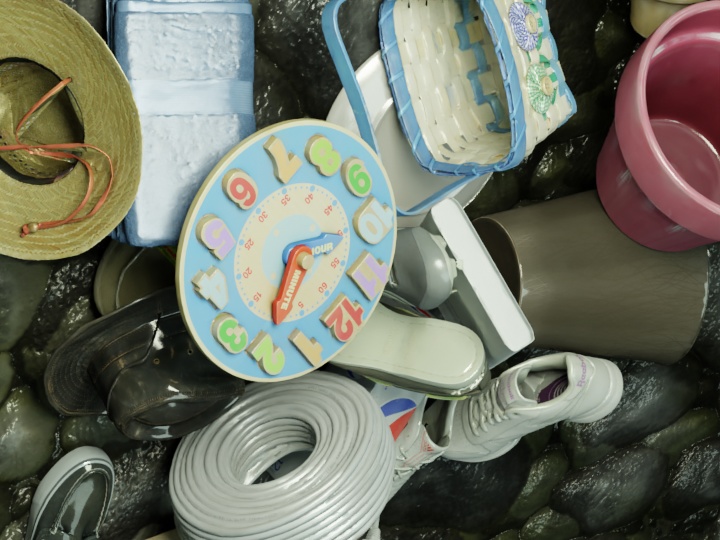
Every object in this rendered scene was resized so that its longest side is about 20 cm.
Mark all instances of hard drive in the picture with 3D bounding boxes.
[{"bbox_3d":[0.088,0.016,1.675,0.027,0.132,0.200,-29,175,-7],"label":"hard drive"}]

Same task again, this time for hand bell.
[{"bbox_3d":[0.261,-0.192,1.787,0.104,0.104,0.200,-20,139,-25],"label":"hand bell"}]

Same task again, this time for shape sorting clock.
[{"bbox_3d":[-0.050,-0.013,1.486,0.200,0.039,0.201,-19,120,-37],"label":"shape sorting clock"}]

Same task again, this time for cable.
[{"bbox_3d":[-0.068,0.169,1.685,0.199,0.200,0.069,-7,130,22],"label":"cable"}]

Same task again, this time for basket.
[{"bbox_3d":[0.196,0.002,1.820,0.199,0.136,0.181,-2,98,-30],"label":"basket"},{"bbox_3d":[0.067,-0.154,1.597,0.200,0.139,0.177,-26,104,-34],"label":"basket"}]

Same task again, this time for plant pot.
[{"bbox_3d":[0.292,-0.105,1.720,0.199,0.201,0.179,-23,170,-23],"label":"plant pot"}]

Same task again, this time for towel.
[{"bbox_3d":[-0.132,-0.116,1.488,0.111,0.049,0.201,0,87,-19],"label":"towel"}]

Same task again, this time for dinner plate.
[{"bbox_3d":[0.053,-0.111,1.716,0.200,0.024,0.201,-19,129,-26],"label":"dinner plate"}]

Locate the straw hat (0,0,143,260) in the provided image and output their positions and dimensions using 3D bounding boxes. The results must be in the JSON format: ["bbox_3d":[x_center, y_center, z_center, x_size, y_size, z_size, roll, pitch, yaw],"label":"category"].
[{"bbox_3d":[-0.233,-0.110,1.451,0.085,0.200,0.202,-43,155,-69],"label":"straw hat"}]

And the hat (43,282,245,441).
[{"bbox_3d":[-0.149,0.085,1.613,0.200,0.081,0.201,-24,152,-14],"label":"hat"}]

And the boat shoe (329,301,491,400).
[{"bbox_3d":[0.017,0.060,1.693,0.072,0.201,0.060,-65,155,-16],"label":"boat shoe"}]

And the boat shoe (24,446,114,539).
[{"bbox_3d":[-0.253,0.244,1.694,0.068,0.057,0.201,13,110,-40],"label":"boat shoe"}]

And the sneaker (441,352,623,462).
[{"bbox_3d":[0.136,0.116,1.842,0.200,0.075,0.099,-24,152,28],"label":"sneaker"}]

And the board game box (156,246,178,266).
[{"bbox_3d":[-0.108,-0.043,1.543,0.200,0.048,0.102,46,75,-12],"label":"board game box"}]

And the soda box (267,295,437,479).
[{"bbox_3d":[0.001,0.119,1.794,0.063,0.068,0.200,24,101,-43],"label":"soda box"}]

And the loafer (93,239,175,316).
[{"bbox_3d":[-0.129,-0.027,1.603,0.200,0.068,0.076,-45,134,-4],"label":"loafer"}]

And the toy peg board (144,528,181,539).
[{"bbox_3d":[-0.152,0.334,1.763,0.200,0.098,0.200,-14,126,-48],"label":"toy peg board"}]

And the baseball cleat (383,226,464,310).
[{"bbox_3d":[0.000,0.000,1.627,0.106,0.200,0.070,-13,100,-22],"label":"baseball cleat"}]

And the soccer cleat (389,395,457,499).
[{"bbox_3d":[0.038,0.159,1.834,0.068,0.085,0.200,19,105,-42],"label":"soccer cleat"}]
